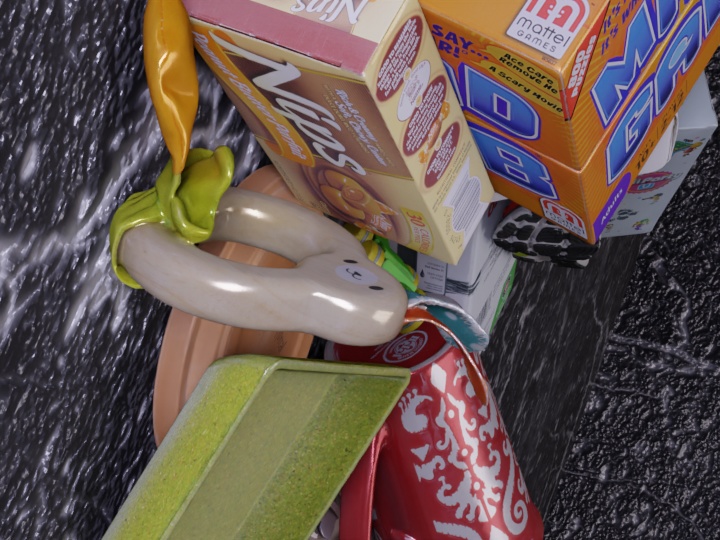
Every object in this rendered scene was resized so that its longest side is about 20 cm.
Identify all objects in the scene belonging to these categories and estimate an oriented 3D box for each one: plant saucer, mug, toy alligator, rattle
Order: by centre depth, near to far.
[{"bbox_3d":[-0.014,-0.035,0.660,0.130,0.198,0.145,0,108,-73],"label":"rattle"},{"bbox_3d":[-0.072,0.125,0.813,0.201,0.048,0.199,-58,157,8],"label":"plant saucer"},{"bbox_3d":[-0.066,0.035,0.862,0.200,0.032,0.203,19,89,-74],"label":"plant saucer"},{"bbox_3d":[0.000,0.000,0.926,0.054,0.059,0.200,-42,-156,8],"label":"toy alligator"},{"bbox_3d":[0.050,0.140,1.011,0.178,0.131,0.202,-80,155,-58],"label":"mug"}]

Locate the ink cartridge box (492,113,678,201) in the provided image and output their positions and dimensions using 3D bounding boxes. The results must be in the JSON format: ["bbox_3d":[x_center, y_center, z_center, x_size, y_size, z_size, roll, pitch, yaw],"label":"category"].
[{"bbox_3d":[0.119,-0.162,0.911,0.083,0.144,0.203,67,14,-70],"label":"ink cartridge box"}]

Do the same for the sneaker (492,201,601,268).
[{"bbox_3d":[0.139,-0.052,1.020,0.200,0.076,0.086,45,51,-83],"label":"sneaker"}]

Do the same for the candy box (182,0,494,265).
[{"bbox_3d":[-0.007,-0.085,0.730,0.056,0.114,0.200,-60,153,-16],"label":"candy box"}]

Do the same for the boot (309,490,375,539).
[{"bbox_3d":[-0.024,0.155,1.074,0.201,0.069,0.148,-66,155,-59],"label":"boot"}]

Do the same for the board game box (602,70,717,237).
[{"bbox_3d":[0.201,-0.129,1.041,0.200,0.063,0.150,95,-12,-70],"label":"board game box"}]

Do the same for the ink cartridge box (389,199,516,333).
[{"bbox_3d":[0.072,-0.029,1.074,0.147,0.082,0.202,-57,159,-45],"label":"ink cartridge box"}]

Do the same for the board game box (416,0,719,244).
[{"bbox_3d":[0.088,-0.177,0.761,0.201,0.198,0.200,-56,156,-10],"label":"board game box"}]
